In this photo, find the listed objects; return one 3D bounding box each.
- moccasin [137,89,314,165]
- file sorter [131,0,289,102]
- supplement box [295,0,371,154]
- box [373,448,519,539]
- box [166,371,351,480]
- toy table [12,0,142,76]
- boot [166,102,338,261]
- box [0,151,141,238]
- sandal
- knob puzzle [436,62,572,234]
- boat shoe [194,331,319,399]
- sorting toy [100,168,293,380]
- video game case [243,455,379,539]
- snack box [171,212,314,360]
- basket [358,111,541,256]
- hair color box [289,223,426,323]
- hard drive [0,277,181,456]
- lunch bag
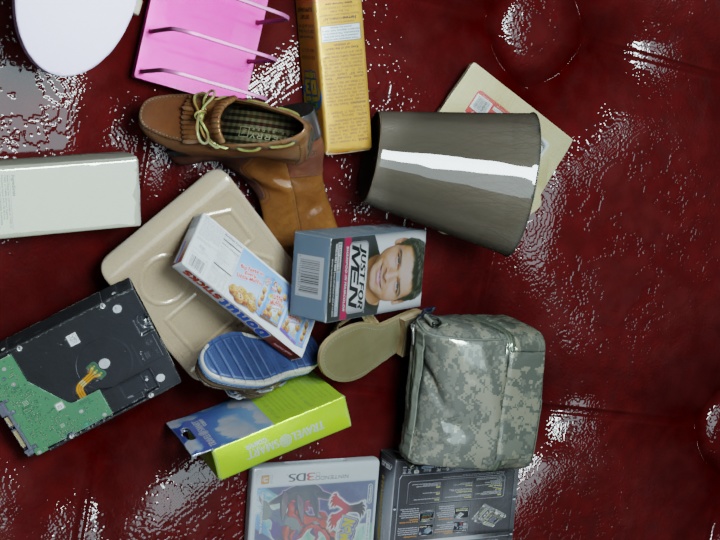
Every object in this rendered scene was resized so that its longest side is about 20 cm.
[{"bbox_3d":[-0.151,-0.160,1.352,0.198,0.078,0.075,15,75,10],"label":"moccasin"},{"bbox_3d":[-0.154,-0.298,1.371,0.137,0.125,0.204,12,91,-26],"label":"file sorter"},{"bbox_3d":[-0.033,-0.244,1.477,0.068,0.066,0.204,-12,104,-22],"label":"supplement box"},{"bbox_3d":[0.118,0.320,1.666,0.197,0.048,0.161,0,101,-24],"label":"box"},{"bbox_3d":[-0.124,0.187,1.488,0.197,0.122,0.048,-20,109,-20],"label":"box"},{"bbox_3d":[-0.311,-0.310,1.308,0.182,0.117,0.202,28,87,-26],"label":"toy table"},{"bbox_3d":[-0.124,-0.090,1.475,0.185,0.069,0.203,-15,122,-8],"label":"boot"},{"bbox_3d":[-0.348,-0.085,1.362,0.197,0.068,0.084,-5,103,-24],"label":"box"},{"bbox_3d":[-0.001,0.084,1.561,0.210,0.069,0.079,-13,119,-45],"label":"sandal"},{"bbox_3d":[0.155,-0.137,1.602,0.216,0.030,0.224,-3,103,-13],"label":"knob puzzle"},{"bbox_3d":[-0.129,0.121,1.464,0.072,0.073,0.199,-42,155,30],"label":"boat shoe"},{"bbox_3d":[-0.183,0.006,1.455,0.184,0.036,0.201,-39,120,-5],"label":"sorting toy"},{"bbox_3d":[-0.065,0.347,1.601,0.179,0.023,0.204,0,100,-25],"label":"video game case"},{"bbox_3d":[-0.130,0.021,1.426,0.200,0.024,0.073,41,53,-31],"label":"snack box"},{"bbox_3d":[0.105,-0.121,1.513,0.196,0.136,0.184,8,101,-11],"label":"basket"},{"bbox_3d":[0.000,0.000,1.495,0.199,0.060,0.101,-8,105,-54],"label":"hair color box"},{"bbox_3d":[-0.322,0.113,1.403,0.198,0.038,0.141,-28,119,-7],"label":"hard drive"},{"bbox_3d":[0.135,0.154,1.586,0.165,0.139,0.204,-1,105,-31],"label":"lunch bag"}]
